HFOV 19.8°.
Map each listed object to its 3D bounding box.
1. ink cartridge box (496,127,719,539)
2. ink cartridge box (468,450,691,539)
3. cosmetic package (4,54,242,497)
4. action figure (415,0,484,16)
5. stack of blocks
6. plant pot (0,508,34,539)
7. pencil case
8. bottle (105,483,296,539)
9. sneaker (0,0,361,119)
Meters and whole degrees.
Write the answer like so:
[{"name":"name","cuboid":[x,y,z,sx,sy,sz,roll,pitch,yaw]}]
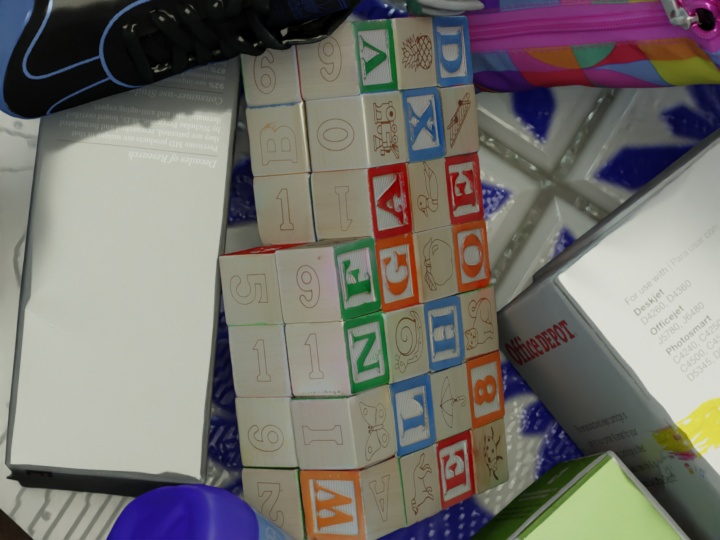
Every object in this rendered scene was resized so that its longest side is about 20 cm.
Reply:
[{"name":"ink cartridge box","cuboid":[0.177,0.047,0.870,0.146,0.147,0.200,-39,88,-11]},{"name":"ink cartridge box","cuboid":[0.122,0.149,0.818,0.076,0.200,0.148,-40,88,-12]},{"name":"cosmetic package","cuboid":[-0.097,-0.007,0.863,0.090,0.107,0.201,3,82,-6]},{"name":"action figure","cuboid":[0.022,-0.163,0.857,0.069,0.199,0.131,21,70,-40]},{"name":"stack of blocks","cuboid":[0.000,0.000,0.844,0.058,0.115,0.201,-2,96,34]},{"name":"plant pot","cuboid":[-0.153,0.183,0.801,0.200,0.187,0.187,33,78,-16]},{"name":"pencil case","cuboid":[0.103,-0.114,0.858,0.088,0.200,0.089,-1,92,-39]},{"name":"bottle","cuboid":[-0.023,0.161,0.817,0.200,0.065,0.084,44,50,-39]},{"name":"sneaker","cuboid":[-0.053,-0.111,0.782,0.200,0.070,0.078,-36,56,-5]}]
